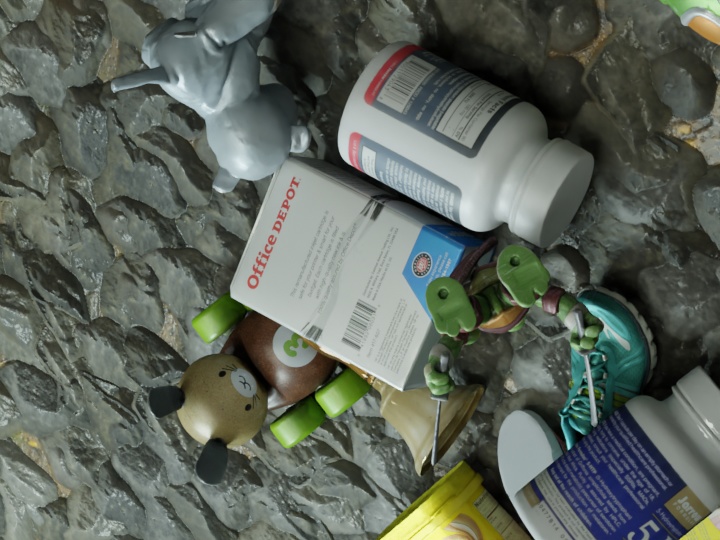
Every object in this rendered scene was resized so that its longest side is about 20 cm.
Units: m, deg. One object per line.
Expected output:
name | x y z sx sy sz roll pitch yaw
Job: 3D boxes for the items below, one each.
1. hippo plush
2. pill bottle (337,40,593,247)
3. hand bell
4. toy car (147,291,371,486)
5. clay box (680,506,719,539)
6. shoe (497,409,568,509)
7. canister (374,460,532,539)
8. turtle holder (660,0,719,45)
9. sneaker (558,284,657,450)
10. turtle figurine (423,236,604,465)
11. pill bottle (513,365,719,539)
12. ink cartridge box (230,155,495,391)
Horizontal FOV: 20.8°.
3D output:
hippo plush | -0.103 -0.171 1.760 0.159 0.200 0.161 -35 104 12
pill bottle | 0.092 -0.103 1.680 0.199 0.120 0.120 30 130 20
hand bell | 0.008 0.096 1.865 0.200 0.104 0.104 35 131 12
toy car | -0.120 0.115 1.912 0.165 0.200 0.158 52 134 -1
clay box | 0.342 0.246 1.723 0.199 0.048 0.115 -21 102 25
shoe | 0.203 0.219 1.822 0.072 0.091 0.201 -48 54 34
canister | 0.120 0.304 1.922 0.200 0.087 0.149 47 134 3
turtle holder | 0.309 -0.242 1.440 0.132 0.185 0.141 44 165 8
sneaker | 0.214 0.108 1.739 0.077 0.080 0.201 13 122 30
turtle figurine | 0.127 0.063 1.642 0.143 0.194 0.201 8 78 15
pill bottle | 0.242 0.179 1.682 0.200 0.120 0.120 -40 88 6
ink cartridge box | 0.000 0.000 1.802 0.199 0.084 0.147 29 103 22
